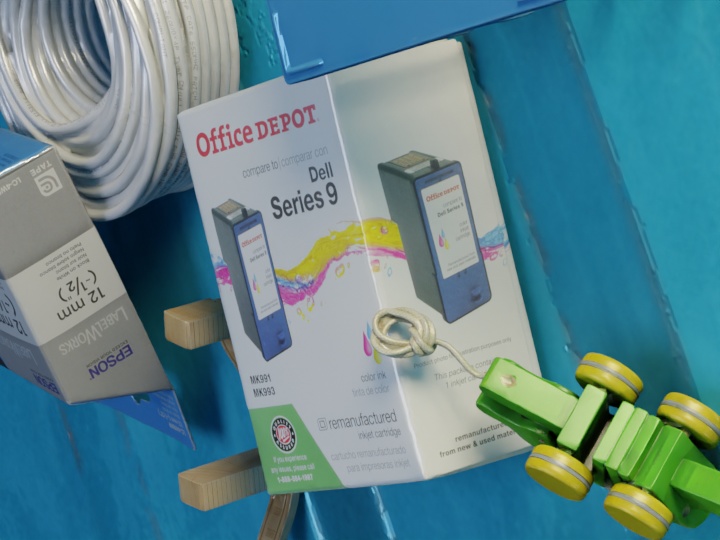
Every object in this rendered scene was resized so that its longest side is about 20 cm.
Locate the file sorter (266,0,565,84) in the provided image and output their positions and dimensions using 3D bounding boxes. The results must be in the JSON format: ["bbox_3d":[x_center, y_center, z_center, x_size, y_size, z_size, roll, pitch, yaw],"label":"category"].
[{"bbox_3d":[0.053,-0.171,1.051,0.199,0.122,0.140,-11,93,54],"label":"file sorter"}]

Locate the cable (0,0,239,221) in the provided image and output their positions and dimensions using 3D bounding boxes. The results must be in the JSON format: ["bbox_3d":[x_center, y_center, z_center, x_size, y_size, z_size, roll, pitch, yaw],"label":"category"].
[{"bbox_3d":[-0.142,-0.132,1.381,0.200,0.069,0.201,34,129,42],"label":"cable"}]

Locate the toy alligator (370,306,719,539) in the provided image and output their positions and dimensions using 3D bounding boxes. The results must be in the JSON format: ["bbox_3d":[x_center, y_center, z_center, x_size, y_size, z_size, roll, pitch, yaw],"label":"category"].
[{"bbox_3d":[0.095,0.070,1.115,0.199,0.060,0.054,26,165,22],"label":"toy alligator"}]

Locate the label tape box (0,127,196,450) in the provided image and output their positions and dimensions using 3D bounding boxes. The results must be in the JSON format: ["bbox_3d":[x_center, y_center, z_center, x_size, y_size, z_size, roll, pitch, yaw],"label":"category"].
[{"bbox_3d":[-0.184,0.019,1.434,0.143,0.066,0.201,20,136,60],"label":"label tape box"}]

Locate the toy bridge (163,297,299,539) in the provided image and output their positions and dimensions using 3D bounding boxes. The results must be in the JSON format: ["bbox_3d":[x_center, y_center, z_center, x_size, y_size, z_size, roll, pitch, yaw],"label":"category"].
[{"bbox_3d":[-0.065,0.112,1.362,0.027,0.067,0.202,16,116,50],"label":"toy bridge"}]

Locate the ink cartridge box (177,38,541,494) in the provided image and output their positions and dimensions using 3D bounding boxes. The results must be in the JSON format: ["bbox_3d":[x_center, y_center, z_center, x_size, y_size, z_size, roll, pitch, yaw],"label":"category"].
[{"bbox_3d":[0.000,0.000,1.217,0.145,0.087,0.202,-11,92,55],"label":"ink cartridge box"}]
